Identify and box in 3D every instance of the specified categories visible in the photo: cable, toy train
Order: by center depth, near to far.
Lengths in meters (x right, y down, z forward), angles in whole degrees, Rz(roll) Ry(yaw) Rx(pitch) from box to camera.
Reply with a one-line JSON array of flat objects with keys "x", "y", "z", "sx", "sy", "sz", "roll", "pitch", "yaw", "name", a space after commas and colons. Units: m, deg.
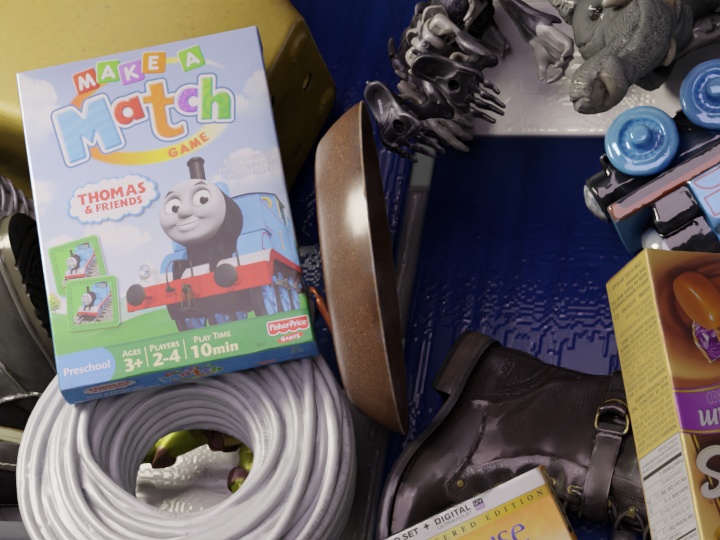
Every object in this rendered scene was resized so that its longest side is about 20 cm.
[{"x": -0.101, "y": 0.113, "z": 1.045, "sx": 0.199, "sy": 0.069, "sz": 0.201, "roll": -15, "pitch": 56, "yaw": -4, "name": "cable"}, {"x": 0.237, "y": -0.069, "z": 1.079, "sx": 0.199, "sy": 0.087, "sz": 0.115, "roll": -30, "pitch": 66, "yaw": 5, "name": "toy train"}]

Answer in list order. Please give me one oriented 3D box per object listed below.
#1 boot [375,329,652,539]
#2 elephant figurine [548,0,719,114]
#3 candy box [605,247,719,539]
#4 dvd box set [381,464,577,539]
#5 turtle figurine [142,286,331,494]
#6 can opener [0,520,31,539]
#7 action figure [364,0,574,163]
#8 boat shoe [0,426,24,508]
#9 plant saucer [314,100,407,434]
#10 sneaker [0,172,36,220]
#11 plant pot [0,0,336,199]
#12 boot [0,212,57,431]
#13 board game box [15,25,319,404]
[{"x": 0.112, "y": 0.129, "z": 1.044, "sx": 0.173, "sy": 0.069, "sz": 0.201, "roll": 15, "pitch": 73, "yaw": 24, "name": "boot"}, {"x": 0.180, "y": -0.175, "z": 1.108, "sx": 0.200, "sy": 0.155, "sz": 0.142, "roll": -44, "pitch": 60, "yaw": -2, "name": "elephant figurine"}, {"x": 0.215, "y": 0.090, "z": 0.996, "sx": 0.116, "sy": 0.056, "sz": 0.201, "roll": 3, "pitch": 65, "yaw": -21, "name": "candy box"}, {"x": 0.080, "y": 0.230, "z": 0.995, "sx": 0.146, "sy": 0.029, "sz": 0.201, "roll": -25, "pitch": 80, "yaw": 8, "name": "dvd box set"}, {"x": -0.091, "y": 0.103, "z": 1.133, "sx": 0.160, "sy": 0.064, "sz": 0.201, "roll": -8, "pitch": 64, "yaw": 17, "name": "turtle figurine"}, {"x": -0.179, "y": 0.186, "z": 1.074, "sx": 0.199, "sy": 0.067, "sz": 0.053, "roll": 7, "pitch": 48, "yaw": -17, "name": "can opener"}, {"x": 0.069, "y": -0.137, "z": 1.163, "sx": 0.119, "sy": 0.102, "sz": 0.200, "roll": -40, "pitch": 13, "yaw": 31, "name": "action figure"}, {"x": -0.285, "y": 0.139, "z": 1.147, "sx": 0.199, "sy": 0.072, "sz": 0.066, "roll": 7, "pitch": 50, "yaw": -12, "name": "boat shoe"}, {"x": 0.000, "y": 0.000, "z": 1.066, "sx": 0.034, "sy": 0.201, "sz": 0.202, "roll": -6, "pitch": 64, "yaw": 5, "name": "plant saucer"}, {"x": -0.239, "y": -0.033, "z": 1.178, "sx": 0.080, "sy": 0.200, "sz": 0.076, "roll": -3, "pitch": 57, "yaw": 11, "name": "sneaker"}, {"x": -0.133, "y": -0.127, "z": 1.187, "sx": 0.199, "sy": 0.196, "sz": 0.195, "roll": 21, "pitch": 75, "yaw": 20, "name": "plant pot"}, {"x": -0.277, "y": 0.061, "z": 1.173, "sx": 0.199, "sy": 0.183, "sz": 0.073, "roll": -10, "pitch": 29, "yaw": 15, "name": "boot"}, {"x": -0.116, "y": -0.035, "z": 1.049, "sx": 0.150, "sy": 0.037, "sz": 0.201, "roll": -11, "pitch": 72, "yaw": -1, "name": "board game box"}]
